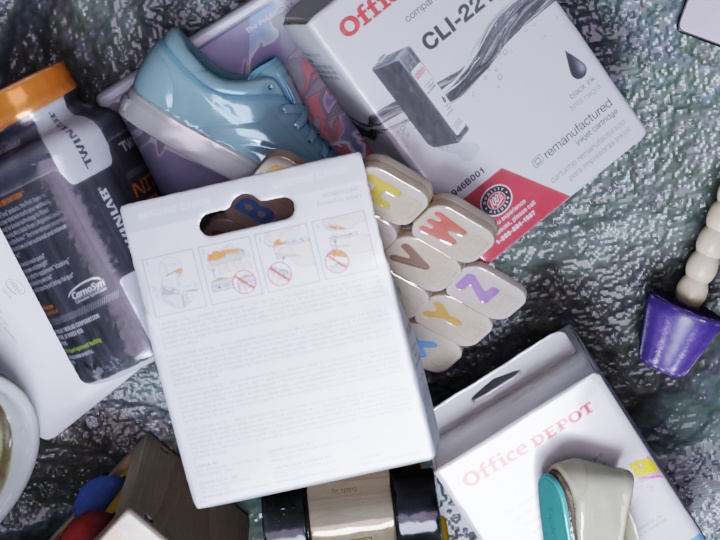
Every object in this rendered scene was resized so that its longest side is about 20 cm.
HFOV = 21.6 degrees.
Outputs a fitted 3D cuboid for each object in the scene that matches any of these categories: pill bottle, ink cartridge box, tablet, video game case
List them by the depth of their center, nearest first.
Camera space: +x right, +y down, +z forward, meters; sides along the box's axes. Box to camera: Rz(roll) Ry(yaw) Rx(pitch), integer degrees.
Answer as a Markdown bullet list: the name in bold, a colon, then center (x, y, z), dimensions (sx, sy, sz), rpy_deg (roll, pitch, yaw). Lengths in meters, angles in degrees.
- **ink cartridge box**: center (-0.050, 0.037, 1.188), dimensions (0.159, 0.047, 0.201), rpy_deg (-12, 99, 8)
- **ink cartridge box**: center (0.066, -0.127, 1.233), dimensions (0.144, 0.084, 0.200), rpy_deg (-39, 103, -7)
- **pill bottle**: center (-0.182, -0.035, 1.244), dimensions (0.106, 0.106, 0.201), rpy_deg (-26, 99, 4)
- **video game case**: center (-0.048, -0.093, 1.285), dimensions (0.199, 0.023, 0.183), rpy_deg (-31, 102, 6)
- **ink cartridge box**: center (0.137, 0.143, 1.294), dimensions (0.128, 0.125, 0.200), rpy_deg (-31, 102, 5)
- **tablet**: center (-0.235, 0.007, 1.308), dimensions (0.130, 0.014, 0.200), rpy_deg (-38, 102, 7)

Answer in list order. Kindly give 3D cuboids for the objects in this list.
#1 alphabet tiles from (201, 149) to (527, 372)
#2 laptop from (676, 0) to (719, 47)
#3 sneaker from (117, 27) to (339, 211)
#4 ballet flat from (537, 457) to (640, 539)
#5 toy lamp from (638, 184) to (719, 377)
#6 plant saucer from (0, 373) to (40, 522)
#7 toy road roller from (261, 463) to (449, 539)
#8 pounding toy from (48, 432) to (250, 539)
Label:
- **alphabet tiles**: center (0.000, 0.000, 1.232), dimensions (0.195, 0.015, 0.200), rpy_deg (30, 140, -15)
- **laptop**: center (0.335, -0.213, 1.222), dimensions (0.186, 0.116, 0.201), rpy_deg (19, 102, -6)
- **sneaker**: center (-0.055, -0.093, 1.237), dimensions (0.199, 0.074, 0.082), rpy_deg (25, 103, -9)
- **ballet flat**: center (0.153, 0.218, 1.219), dimensions (0.069, 0.069, 0.201), rpy_deg (-1, 103, -2)
- **toy lamp**: center (0.245, -0.023, 1.294), dimensions (0.058, 0.058, 0.201), rpy_deg (21, 102, -7)
- **plant saucer**: center (-0.316, 0.134, 1.280), dimensions (0.200, 0.050, 0.201), rpy_deg (-27, 141, -25)
- **toy road roller**: center (-0.003, 0.165, 1.314), dimensions (0.122, 0.146, 0.200), rpy_deg (-7, 140, 1)
- **pounding toy**: center (-0.193, 0.226, 1.272), dimensions (0.142, 0.184, 0.200), rpy_deg (42, 99, -10)
